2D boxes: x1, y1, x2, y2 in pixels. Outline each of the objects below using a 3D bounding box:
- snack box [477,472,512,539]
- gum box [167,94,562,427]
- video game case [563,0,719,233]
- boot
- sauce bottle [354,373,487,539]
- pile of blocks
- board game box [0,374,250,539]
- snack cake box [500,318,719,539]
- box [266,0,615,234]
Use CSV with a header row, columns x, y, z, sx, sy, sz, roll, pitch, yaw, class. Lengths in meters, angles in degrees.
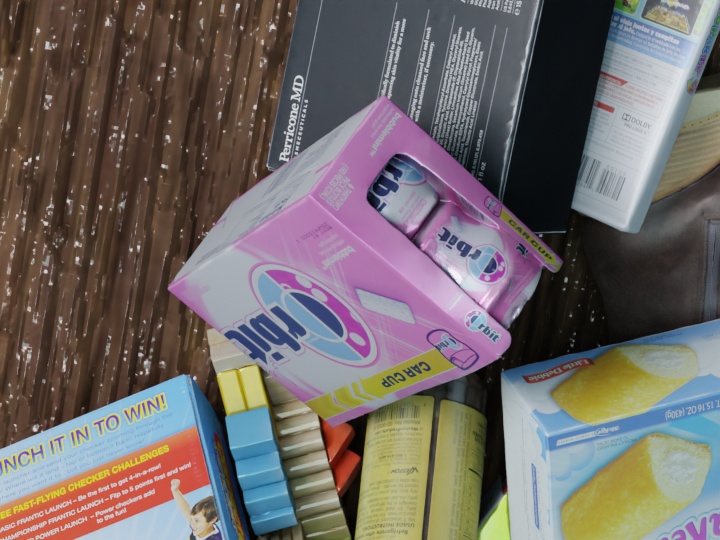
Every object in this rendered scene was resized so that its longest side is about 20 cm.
x,y,z,sx,sy,sz,roll,pitch,yaw,class
0.073,0.230,1.194,0.142,0.053,0.200,37,97,-2,snack box
0.000,0.000,1.072,0.113,0.200,0.066,41,65,-10,gum box
0.114,-0.137,1.118,0.143,0.018,0.201,27,101,32,video game case
0.212,-0.020,1.152,0.199,0.072,0.167,-7,107,5,boot
0.026,0.148,1.134,0.064,0.065,0.201,8,67,1,sauce bottle
-0.026,0.121,1.167,0.062,0.082,0.201,-15,98,2,pile of blocks
-0.148,0.176,1.132,0.199,0.196,0.056,-22,140,6,board game box
0.175,0.091,1.119,0.199,0.067,0.115,-13,118,-13,snack cake box
0.046,-0.130,1.099,0.141,0.079,0.201,17,101,31,box
